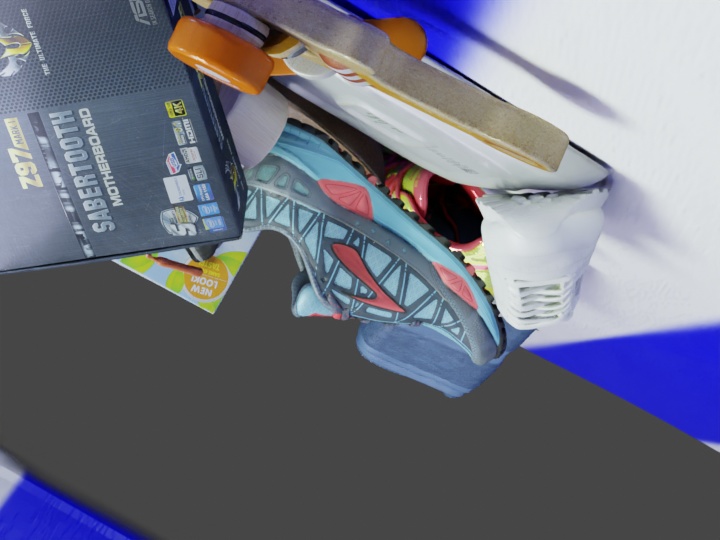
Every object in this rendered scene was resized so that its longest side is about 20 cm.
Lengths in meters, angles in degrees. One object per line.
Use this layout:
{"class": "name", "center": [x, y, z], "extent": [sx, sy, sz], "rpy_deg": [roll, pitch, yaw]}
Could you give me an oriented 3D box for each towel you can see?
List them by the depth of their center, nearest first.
{"class": "towel", "center": [0.076, 0.029, 1.544], "extent": [0.111, 0.049, 0.200], "rpy_deg": [23, 148, -10]}

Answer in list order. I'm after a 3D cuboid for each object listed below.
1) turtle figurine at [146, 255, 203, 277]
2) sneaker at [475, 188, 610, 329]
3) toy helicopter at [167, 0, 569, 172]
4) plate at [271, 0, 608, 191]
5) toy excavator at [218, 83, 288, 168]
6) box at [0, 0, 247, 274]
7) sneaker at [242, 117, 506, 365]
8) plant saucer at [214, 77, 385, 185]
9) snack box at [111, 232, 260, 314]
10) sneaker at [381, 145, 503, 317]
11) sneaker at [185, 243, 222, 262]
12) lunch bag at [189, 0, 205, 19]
{"class": "turtle figurine", "center": [-0.161, -0.094, 1.472], "extent": [0.200, 0.161, 0.064], "rpy_deg": [37, -163, -22]}
{"class": "sneaker", "center": [0.105, -0.006, 1.144], "extent": [0.076, 0.081, 0.200], "rpy_deg": [1, 178, 7]}
{"class": "toy helicopter", "center": [0.004, -0.095, 0.927], "extent": [0.200, 0.079, 0.132], "rpy_deg": [26, 178, -9]}
{"class": "plate", "center": [0.020, -0.095, 1.125], "extent": [0.200, 0.032, 0.200], "rpy_deg": [29, 176, -17]}
{"class": "toy excavator", "center": [-0.128, -0.078, 1.248], "extent": [0.100, 0.194, 0.200], "rpy_deg": [37, -160, -28]}
{"class": "box", "center": [-0.161, -0.093, 1.093], "extent": [0.157, 0.051, 0.200], "rpy_deg": [-7, 131, 9]}
{"class": "sneaker", "center": [0.000, 0.000, 1.224], "extent": [0.200, 0.096, 0.079], "rpy_deg": [41, 178, -4]}
{"class": "plant saucer", "center": [-0.060, -0.117, 1.291], "extent": [0.200, 0.037, 0.200], "rpy_deg": [33, 173, 4]}
{"class": "snack box", "center": [-0.163, -0.087, 1.543], "extent": [0.200, 0.169, 0.068], "rpy_deg": [30, 178, -12]}
{"class": "sneaker", "center": [0.037, -0.053, 1.362], "extent": [0.200, 0.078, 0.090], "rpy_deg": [32, 155, 21]}
{"class": "sneaker", "center": [-0.082, -0.056, 1.463], "extent": [0.200, 0.116, 0.075], "rpy_deg": [7, -146, -51]}
{"class": "lunch bag", "center": [-0.193, -0.185, 1.187], "extent": [0.160, 0.076, 0.200], "rpy_deg": [35, 172, -40]}
